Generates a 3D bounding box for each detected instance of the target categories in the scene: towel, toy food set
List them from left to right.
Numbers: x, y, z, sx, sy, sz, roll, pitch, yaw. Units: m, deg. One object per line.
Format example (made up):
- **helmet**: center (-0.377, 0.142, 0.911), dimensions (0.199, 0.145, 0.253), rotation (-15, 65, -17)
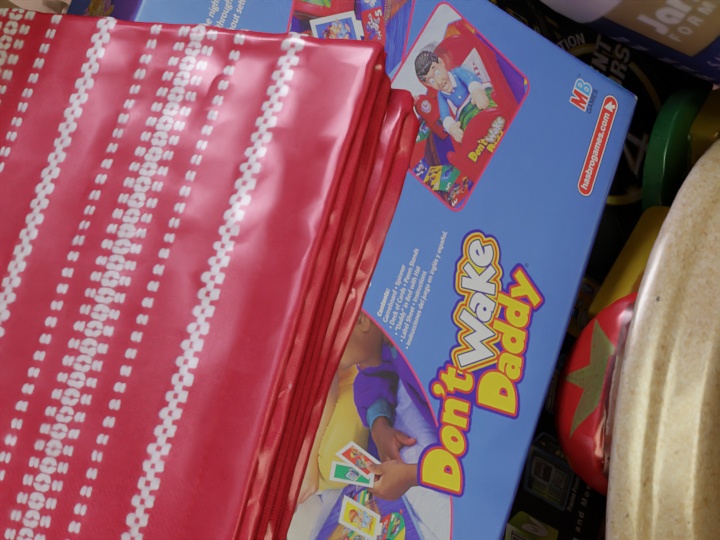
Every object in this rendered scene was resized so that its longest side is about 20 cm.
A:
- **towel**: center (-0.097, 0.008, 0.618), dimensions (0.023, 0.199, 0.145), rotation (64, 38, -57)
- **toy food set**: center (0.101, 0.058, 0.779), dimensions (0.198, 0.048, 0.201), rotation (-56, 138, -43)

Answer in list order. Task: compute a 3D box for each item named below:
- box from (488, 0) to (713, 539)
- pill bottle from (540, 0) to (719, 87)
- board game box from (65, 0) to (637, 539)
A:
- **box**: center (0.000, 0.000, 0.759), dimensions (0.161, 0.049, 0.201), rotation (30, 64, -24)
- **pill bottle**: center (0.104, -0.106, 0.752), dimensions (0.199, 0.120, 0.120), rotation (22, 65, -12)
- **board game box**: center (-0.024, 0.016, 0.682), dimensions (0.134, 0.045, 0.201), rotation (31, 63, -24)
